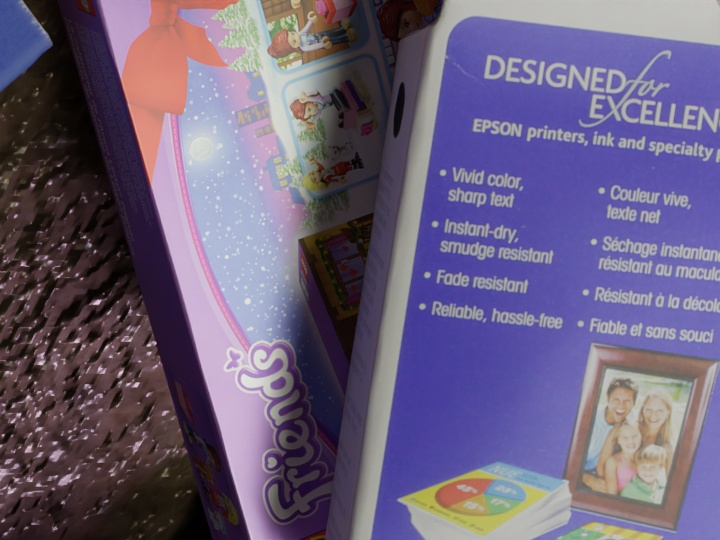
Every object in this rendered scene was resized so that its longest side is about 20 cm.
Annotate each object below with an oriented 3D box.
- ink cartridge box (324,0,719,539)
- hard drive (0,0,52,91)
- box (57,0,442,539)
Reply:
[{"bbox_3d":[0.099,-0.001,0.730,0.198,0.043,0.200,6,104,-15],"label":"ink cartridge box"},{"bbox_3d":[-0.172,-0.024,0.645,0.200,0.025,0.132,-42,149,-6],"label":"hard drive"},{"bbox_3d":[0.009,-0.016,0.748,0.137,0.039,0.200,-21,111,-18],"label":"box"}]
